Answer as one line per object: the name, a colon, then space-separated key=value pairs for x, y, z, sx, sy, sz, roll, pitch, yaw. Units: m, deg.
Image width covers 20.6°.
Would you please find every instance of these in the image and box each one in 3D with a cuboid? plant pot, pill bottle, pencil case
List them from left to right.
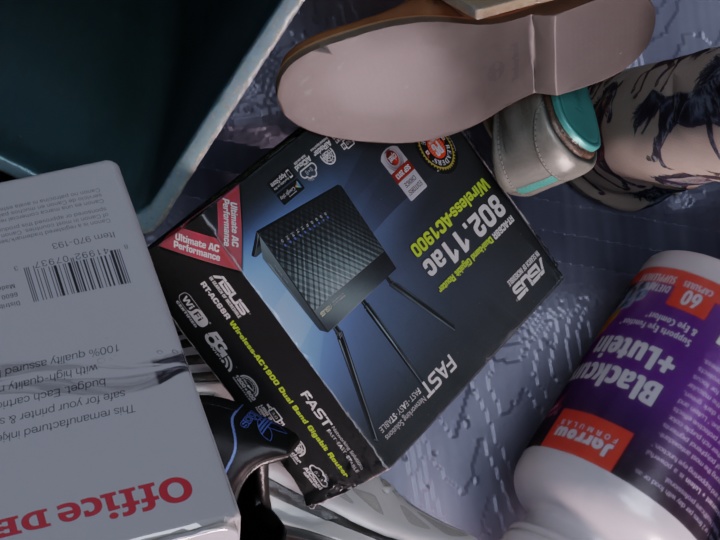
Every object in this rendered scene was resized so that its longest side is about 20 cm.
plant pot: x=-0.130 y=-0.178 z=0.939 sx=0.196 sy=0.196 sz=0.200 roll=26 pitch=36 yaw=-14
pill bottle: x=0.151 y=0.098 z=1.052 sx=0.111 sy=0.111 sz=0.200 roll=38 pitch=72 yaw=-11
pencil case: x=0.186 y=-0.076 z=1.041 sx=0.089 sy=0.200 sz=0.078 roll=10 pitch=83 yaw=-24

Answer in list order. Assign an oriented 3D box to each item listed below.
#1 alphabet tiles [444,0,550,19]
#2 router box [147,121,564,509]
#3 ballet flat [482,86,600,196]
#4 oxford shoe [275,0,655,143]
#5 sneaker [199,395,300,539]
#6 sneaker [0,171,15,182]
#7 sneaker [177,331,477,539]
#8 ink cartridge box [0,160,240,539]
alphabet tiles: x=0.055 y=-0.170 z=1.019 sx=0.167 sy=0.200 sz=0.008 roll=-17 pitch=119 yaw=-21
router box: x=0.000 y=0.000 z=0.997 sx=0.150 sy=0.062 sz=0.200 roll=54 pitch=43 yaw=-7
ballet flat: x=0.089 y=-0.126 z=1.078 sx=0.067 sy=0.064 sz=0.200 roll=32 pitch=43 yaw=-35
oxford shoe: x=0.044 y=-0.116 z=0.994 sx=0.200 sy=0.071 sz=0.071 roll=-14 pitch=45 yaw=-21
sneaker: x=-0.079 y=0.155 z=0.944 sx=0.078 sy=0.070 sz=0.200 roll=13 pitch=112 yaw=12
sneaker: x=-0.215 y=-0.038 z=0.950 sx=0.200 sy=0.096 sz=0.079 roll=7 pitch=80 yaw=-19
sneaker: x=-0.015 y=0.085 z=1.015 sx=0.200 sy=0.076 sz=0.116 roll=22 pitch=78 yaw=-13
ink cartridge box: x=-0.147 y=0.063 z=0.852 sx=0.145 sy=0.083 sz=0.200 roll=-12 pitch=55 yaw=-15
